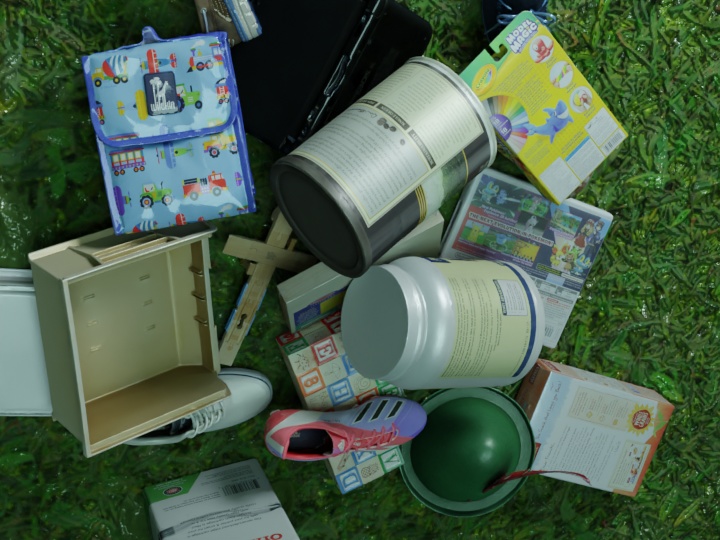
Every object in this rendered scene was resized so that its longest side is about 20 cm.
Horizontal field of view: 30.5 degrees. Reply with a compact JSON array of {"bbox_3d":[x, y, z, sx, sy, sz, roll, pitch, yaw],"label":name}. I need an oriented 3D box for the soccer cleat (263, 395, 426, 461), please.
[{"bbox_3d":[-0.012,0.186,1.503,0.198,0.076,0.067,-1,109,-19],"label":"soccer cleat"}]

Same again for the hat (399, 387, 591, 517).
[{"bbox_3d":[0.135,0.231,1.552,0.166,0.176,0.200,44,100,-5],"label":"hat"}]

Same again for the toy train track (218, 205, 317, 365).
[{"bbox_3d":[-0.123,0.014,1.498,0.114,0.033,0.201,15,109,-31],"label":"toy train track"}]

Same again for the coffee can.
[{"bbox_3d":[0.025,-0.110,1.390,0.200,0.146,0.147,-40,118,-21],"label":"coffee can"}]

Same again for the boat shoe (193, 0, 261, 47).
[{"bbox_3d":[-0.171,-0.315,1.337,0.072,0.072,0.201,-25,111,1],"label":"boat shoe"}]

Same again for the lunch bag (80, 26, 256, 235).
[{"bbox_3d":[-0.198,-0.154,1.369,0.149,0.094,0.202,-10,107,-3],"label":"lunch bag"}]

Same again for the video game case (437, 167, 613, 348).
[{"bbox_3d":[0.188,-0.015,1.599,0.198,0.023,0.184,18,102,-23],"label":"video game case"}]

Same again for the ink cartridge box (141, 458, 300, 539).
[{"bbox_3d":[-0.156,0.309,1.495,0.145,0.200,0.084,-12,113,-14],"label":"ink cartridge box"}]

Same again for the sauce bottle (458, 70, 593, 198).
[{"bbox_3d":[0.183,-0.159,1.523,0.199,0.065,0.065,36,95,-25],"label":"sauce bottle"}]

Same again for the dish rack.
[{"bbox_3d":[-0.369,0.085,1.428,0.198,0.044,0.173,2,107,-21],"label":"dish rack"}]

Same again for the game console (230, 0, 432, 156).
[{"bbox_3d":[-0.044,-0.224,1.444,0.175,0.116,0.201,16,106,-54],"label":"game console"}]

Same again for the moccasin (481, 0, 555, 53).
[{"bbox_3d":[0.170,-0.309,1.459,0.080,0.068,0.202,-20,114,-12],"label":"moccasin"}]

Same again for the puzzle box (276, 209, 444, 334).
[{"bbox_3d":[0.000,0.000,1.486,0.199,0.133,0.026,-27,75,-9],"label":"puzzle box"}]

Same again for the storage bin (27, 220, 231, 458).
[{"bbox_3d":[-0.237,0.060,1.406,0.197,0.093,0.202,-20,119,-34],"label":"storage bin"}]

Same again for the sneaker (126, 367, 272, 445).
[{"bbox_3d":[-0.192,0.164,1.502,0.198,0.071,0.074,-12,113,-15],"label":"sneaker"}]

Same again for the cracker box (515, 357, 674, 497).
[{"bbox_3d":[0.287,0.201,1.691,0.198,0.058,0.135,17,102,-24],"label":"cracker box"}]

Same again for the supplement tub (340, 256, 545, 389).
[{"bbox_3d":[0.092,0.059,1.476,0.199,0.145,0.146,2,109,-37],"label":"supplement tub"}]

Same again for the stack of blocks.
[{"bbox_3d":[-0.010,0.150,1.567,0.114,0.059,0.201,-24,115,-10],"label":"stack of blocks"}]

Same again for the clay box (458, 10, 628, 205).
[{"bbox_3d":[0.194,-0.182,1.456,0.115,0.048,0.200,-44,116,-1],"label":"clay box"}]
